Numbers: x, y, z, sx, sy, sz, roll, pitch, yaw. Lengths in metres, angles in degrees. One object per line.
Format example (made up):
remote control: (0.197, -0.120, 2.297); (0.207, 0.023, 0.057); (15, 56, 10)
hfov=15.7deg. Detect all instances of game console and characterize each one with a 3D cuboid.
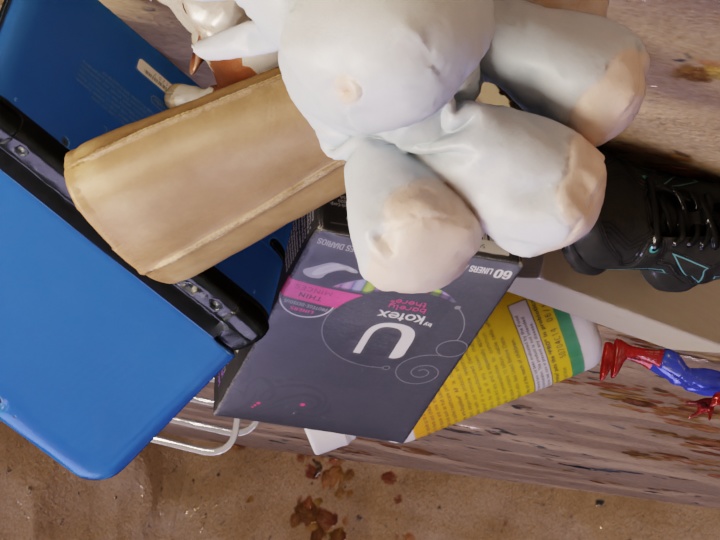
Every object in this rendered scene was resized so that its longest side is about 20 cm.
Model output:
game console: (-0.148, -0.024, 1.330); (0.118, 0.171, 0.200); (-27, 125, 36)

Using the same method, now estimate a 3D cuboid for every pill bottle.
pill bottle: (0.048, 0.046, 1.712); (0.200, 0.113, 0.113); (-21, 171, -1)

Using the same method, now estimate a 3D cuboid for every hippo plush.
hippo plush: (0.022, -0.109, 1.050); (0.200, 0.159, 0.161); (54, 175, 32)

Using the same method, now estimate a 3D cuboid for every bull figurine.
bull figurine: (-0.026, -0.099, 1.296); (0.200, 0.065, 0.121); (17, 172, -25)

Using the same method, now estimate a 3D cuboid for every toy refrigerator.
toy refrigerator: (0.158, -0.007, 1.615); (0.200, 0.076, 0.070); (18, 169, -42)

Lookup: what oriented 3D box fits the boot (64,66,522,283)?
boot: (-0.012, -0.046, 1.250); (0.200, 0.066, 0.175); (-27, 131, 17)

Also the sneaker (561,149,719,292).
sneaker: (0.175, -0.033, 1.495); (0.079, 0.075, 0.200); (-7, 171, 30)

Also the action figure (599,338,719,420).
action figure: (0.306, 0.100, 2.228); (0.200, 0.052, 0.065); (10, 168, -7)

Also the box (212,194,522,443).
box: (0.000, 0.000, 1.479); (0.122, 0.106, 0.200); (10, 144, -15)

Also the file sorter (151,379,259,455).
file sorter: (-0.110, 0.033, 1.799); (0.139, 0.125, 0.200); (12, -163, 13)
